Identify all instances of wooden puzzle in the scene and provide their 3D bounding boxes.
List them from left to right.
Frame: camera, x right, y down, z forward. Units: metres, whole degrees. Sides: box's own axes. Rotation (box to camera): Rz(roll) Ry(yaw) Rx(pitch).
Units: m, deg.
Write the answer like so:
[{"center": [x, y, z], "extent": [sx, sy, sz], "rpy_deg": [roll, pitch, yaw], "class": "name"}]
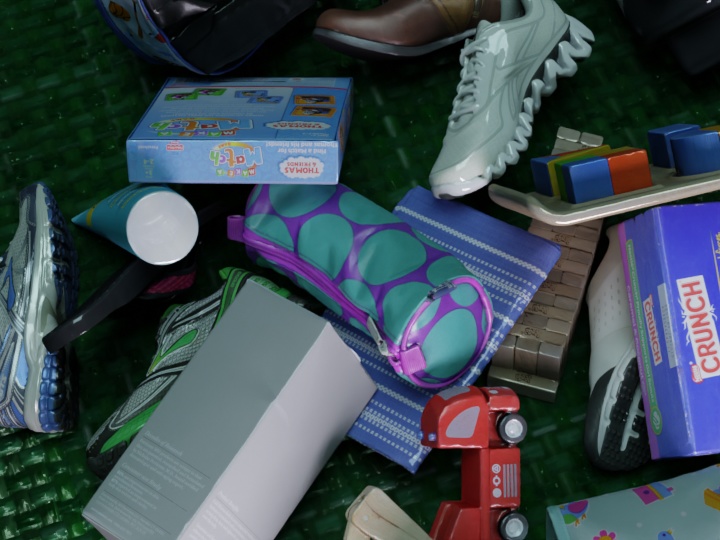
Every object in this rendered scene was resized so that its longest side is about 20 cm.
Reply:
[{"center": [0.196, -0.071, 1.293], "extent": [0.197, 0.185, 0.047], "rpy_deg": [-9, 96, -4], "class": "wooden puzzle"}]

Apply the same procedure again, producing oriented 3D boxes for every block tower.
[{"center": [0.146, -0.007, 1.387], "extent": [0.053, 0.058, 0.202], "rpy_deg": [14, 64, 11], "class": "block tower"}]

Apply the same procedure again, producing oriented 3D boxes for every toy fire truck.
[{"center": [0.040, 0.179, 1.257], "extent": [0.139, 0.049, 0.203], "rpy_deg": [0, 88, -15], "class": "toy fire truck"}]

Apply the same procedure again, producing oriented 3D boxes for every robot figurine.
[{"center": [0.245, -0.255, 1.462], "extent": [0.124, 0.150, 0.202], "rpy_deg": [-27, 90, -11], "class": "robot figurine"}]

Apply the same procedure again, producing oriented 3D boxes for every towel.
[{"center": [0.041, 0.038, 1.353], "extent": [0.144, 0.024, 0.201], "rpy_deg": [24, 71, 36], "class": "towel"}]

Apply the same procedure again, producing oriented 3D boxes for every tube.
[{"center": [-0.162, -0.042, 1.366], "extent": [0.077, 0.200, 0.051], "rpy_deg": [-22, 103, -13], "class": "tube"}]

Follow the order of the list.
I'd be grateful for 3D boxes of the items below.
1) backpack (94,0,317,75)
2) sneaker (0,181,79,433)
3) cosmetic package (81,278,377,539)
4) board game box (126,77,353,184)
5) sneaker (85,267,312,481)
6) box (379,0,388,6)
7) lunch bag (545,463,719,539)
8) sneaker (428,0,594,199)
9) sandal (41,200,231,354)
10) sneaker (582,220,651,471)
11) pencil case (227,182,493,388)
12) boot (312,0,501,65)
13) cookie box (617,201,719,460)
[{"center": [-0.127, -0.256, 1.466], "extent": [0.153, 0.200, 0.191], "rpy_deg": [6, 54, 44], "class": "backpack"}, {"center": [-0.256, 0.024, 1.379], "extent": [0.084, 0.077, 0.202], "rpy_deg": [-6, 60, 4], "class": "sneaker"}, {"center": [-0.086, 0.121, 1.276], "extent": [0.090, 0.107, 0.201], "rpy_deg": [23, 70, 31], "class": "cosmetic package"}, {"center": [-0.084, -0.107, 1.394], "extent": [0.149, 0.037, 0.200], "rpy_deg": [1, 18, 3], "class": "board game box"}, {"center": [-0.126, 0.078, 1.350], "extent": [0.085, 0.078, 0.200], "rpy_deg": [31, 58, 25], "class": "sneaker"}, {"center": [0.094, -0.323, 1.570], "extent": [0.198, 0.048, 0.195], "rpy_deg": [-12, 60, -3], "class": "box"}, {"center": [0.224, 0.240, 1.211], "extent": [0.168, 0.122, 0.201], "rpy_deg": [-15, 56, -6], "class": "lunch bag"}, {"center": [0.098, -0.135, 1.404], "extent": [0.081, 0.075, 0.201], "rpy_deg": [48, 56, -23], "class": "sneaker"}, {"center": [-0.157, 0.013, 1.368], "extent": [0.045, 0.075, 0.200], "rpy_deg": [51, 45, -7], "class": "sandal"}, {"center": [0.197, 0.051, 1.356], "extent": [0.080, 0.073, 0.202], "rpy_deg": [-1, 63, 47], "class": "sneaker"}, {"center": [0.000, 0.000, 1.327], "extent": [0.092, 0.086, 0.199], "rpy_deg": [-26, 43, -32], "class": "pencil case"}, {"center": [0.056, -0.264, 1.471], "extent": [0.186, 0.068, 0.203], "rpy_deg": [1, 90, -3], "class": "boot"}, {"center": [0.291, 0.037, 1.294], "extent": [0.198, 0.075, 0.173], "rpy_deg": [-4, 79, -16], "class": "cookie box"}]
